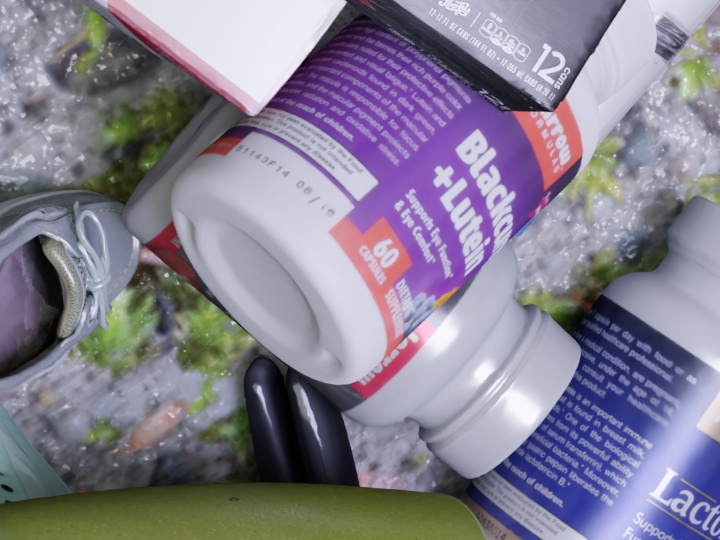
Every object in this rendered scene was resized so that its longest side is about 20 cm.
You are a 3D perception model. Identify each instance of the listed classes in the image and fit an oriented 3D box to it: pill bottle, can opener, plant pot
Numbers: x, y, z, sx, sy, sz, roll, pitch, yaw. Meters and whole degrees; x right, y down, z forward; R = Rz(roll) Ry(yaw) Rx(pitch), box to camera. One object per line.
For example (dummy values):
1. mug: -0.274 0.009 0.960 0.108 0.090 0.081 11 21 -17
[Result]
1. pill bottle: 0.000 0.000 1.148 0.200 0.111 0.111 41 91 -9
2. pill bottle: 0.028 -0.056 1.047 0.200 0.111 0.111 -43 105 -21
3. pill bottle: 0.139 0.073 1.190 0.116 0.116 0.200 33 92 -14
4. can opener: -0.013 0.134 1.210 0.063 0.079 0.200 -16 101 32
5. plant pot: -0.071 0.164 1.058 0.200 0.187 0.187 15 96 -22

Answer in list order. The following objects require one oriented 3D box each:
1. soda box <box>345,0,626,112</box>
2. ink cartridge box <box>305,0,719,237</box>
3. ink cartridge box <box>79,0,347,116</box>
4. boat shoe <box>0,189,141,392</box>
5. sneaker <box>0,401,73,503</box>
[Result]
1. soda box: 0.001 -0.138 0.946 0.200 0.071 0.063 33 86 -13
2. ink cartridge box: 0.076 -0.140 1.159 0.145 0.084 0.200 41 91 -14
3. ink cartridge box: -0.071 -0.168 1.069 0.145 0.200 0.145 36 91 -12
4. boat shoe: -0.150 0.017 1.099 0.065 0.202 0.075 1 107 30
5. sneaker: -0.192 0.074 1.129 0.074 0.118 0.200 -44 102 1
